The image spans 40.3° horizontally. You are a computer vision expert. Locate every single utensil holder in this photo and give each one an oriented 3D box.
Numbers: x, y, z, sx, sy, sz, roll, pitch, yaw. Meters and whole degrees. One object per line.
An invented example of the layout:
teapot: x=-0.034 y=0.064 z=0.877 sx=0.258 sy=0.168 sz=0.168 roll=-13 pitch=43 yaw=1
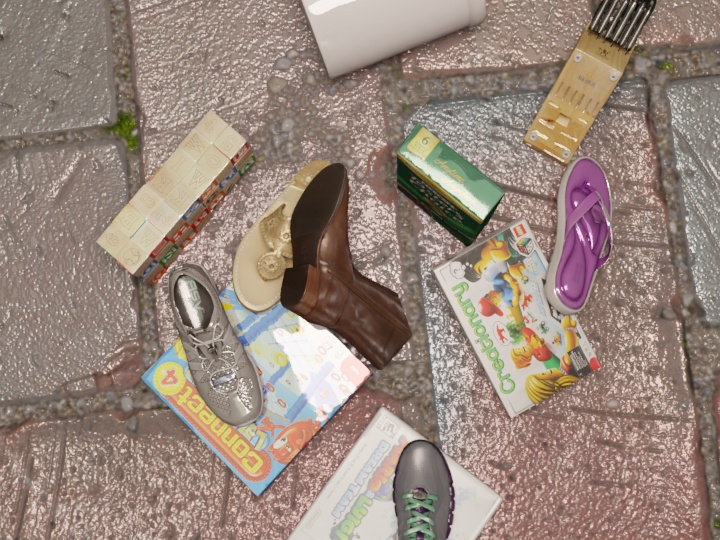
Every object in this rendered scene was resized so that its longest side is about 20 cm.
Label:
utensil holder: x=0.026 y=-0.338 z=1.159 sx=0.198 sy=0.170 sz=0.172 roll=-21 pitch=84 yaw=1

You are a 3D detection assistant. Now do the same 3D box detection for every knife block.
knife block: x=0.286 y=-0.251 z=1.205 sx=0.064 sy=0.176 sz=0.201 roll=29 pitch=130 yaw=5

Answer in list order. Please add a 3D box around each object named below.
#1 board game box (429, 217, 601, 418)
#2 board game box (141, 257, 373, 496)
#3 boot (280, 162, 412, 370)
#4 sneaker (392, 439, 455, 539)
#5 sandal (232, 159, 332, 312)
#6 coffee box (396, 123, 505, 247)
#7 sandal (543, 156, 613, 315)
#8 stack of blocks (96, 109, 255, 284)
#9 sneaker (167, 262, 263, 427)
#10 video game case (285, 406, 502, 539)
board game box: x=0.184 y=0.056 z=1.164 sx=0.125 sy=0.035 sz=0.201 roll=-29 pitch=94 yaw=-2
board game box: x=-0.121 y=0.125 z=1.168 sx=0.200 sy=0.056 sz=0.196 roll=43 pitch=86 yaw=5
boot: x=0.000 y=0.000 z=1.139 sx=0.064 sy=0.199 sz=0.188 roll=2 pitch=68 yaw=42
sneaker: x=0.074 y=0.295 z=1.107 sx=0.073 sy=0.088 sz=0.203 roll=0 pitch=85 yaw=1
sandal: x=-0.083 y=-0.056 z=1.143 sx=0.077 sy=0.070 sz=0.213 roll=30 pitch=64 yaw=-2
coffee box: x=0.096 y=-0.092 z=1.114 sx=0.123 sy=0.200 sz=0.044 roll=40 pitch=86 yaw=4
sandal: x=0.270 y=-0.043 z=1.157 sx=0.082 sy=0.050 sz=0.205 roll=24 pitch=67 yaw=-26
stack of blocks: x=-0.212 y=-0.083 z=1.162 sx=0.058 sy=0.115 sz=0.200 roll=40 pitch=85 yaw=5
sneaker: x=-0.173 y=0.085 z=1.103 sx=0.074 sy=0.082 sz=0.202 roll=-27 pitch=84 yaw=-2
video game case: x=0.040 y=0.296 z=1.163 sx=0.181 sy=0.024 sz=0.201 roll=36 pitch=86 yaw=4
